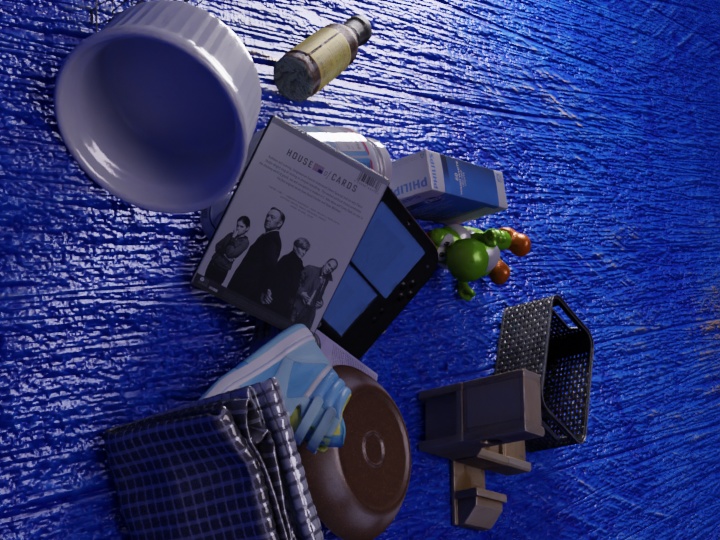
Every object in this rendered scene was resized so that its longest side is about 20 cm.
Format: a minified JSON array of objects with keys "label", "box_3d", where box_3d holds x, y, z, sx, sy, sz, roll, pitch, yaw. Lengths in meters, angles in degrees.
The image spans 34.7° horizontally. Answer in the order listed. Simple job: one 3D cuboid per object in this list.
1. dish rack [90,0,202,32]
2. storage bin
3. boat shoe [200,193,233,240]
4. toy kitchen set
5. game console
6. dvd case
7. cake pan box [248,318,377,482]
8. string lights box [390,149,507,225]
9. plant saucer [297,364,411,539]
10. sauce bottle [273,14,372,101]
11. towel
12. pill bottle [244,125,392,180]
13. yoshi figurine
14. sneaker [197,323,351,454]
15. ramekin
[{"label":"dish rack","box_3d":[-0.228,-0.306,1.266,0.152,0.054,0.204,17,63,-51]},{"label":"storage bin","box_3d":[0.277,0.156,1.743,0.135,0.093,0.202,43,44,-35]},{"label":"boat shoe","box_3d":[-0.095,-0.017,1.320,0.200,0.069,0.072,48,42,-31]},{"label":"toy kitchen set","box_3d":[0.202,0.248,1.527,0.199,0.179,0.166,22,60,-43]},{"label":"game console","box_3d":[0.000,0.000,1.352,0.178,0.031,0.200,-52,138,-8]},{"label":"dvd case","box_3d":[-0.076,-0.043,1.254,0.149,0.025,0.202,27,89,-13]},{"label":"cake pan box","box_3d":[-0.060,0.170,1.313,0.184,0.052,0.203,36,50,-39]},{"label":"string lights box","box_3d":[0.111,-0.112,1.613,0.199,0.102,0.060,8,70,-53]},{"label":"plant saucer","box_3d":[0.004,0.206,1.316,0.199,0.036,0.204,24,60,-49]},{"label":"sauce bottle","box_3d":[-0.042,-0.283,1.503,0.200,0.064,0.065,-46,113,-50]},{"label":"towel","box_3d":[-0.142,0.204,1.058,0.085,0.198,0.168,-13,86,-53]},{"label":"pill bottle","box_3d":[-0.048,-0.119,1.392,0.199,0.108,0.111,-8,83,-55]},{"label":"yoshi figurine","box_3d":[0.171,-0.017,1.658,0.198,0.111,0.115,4,80,-50]},{"label":"sneaker","box_3d":[-0.089,0.156,1.180,0.199,0.080,0.131,-39,77,-26]},{"label":"ramekin","box_3d":[-0.193,-0.167,1.143,0.201,0.198,0.098,54,32,-25]}]
